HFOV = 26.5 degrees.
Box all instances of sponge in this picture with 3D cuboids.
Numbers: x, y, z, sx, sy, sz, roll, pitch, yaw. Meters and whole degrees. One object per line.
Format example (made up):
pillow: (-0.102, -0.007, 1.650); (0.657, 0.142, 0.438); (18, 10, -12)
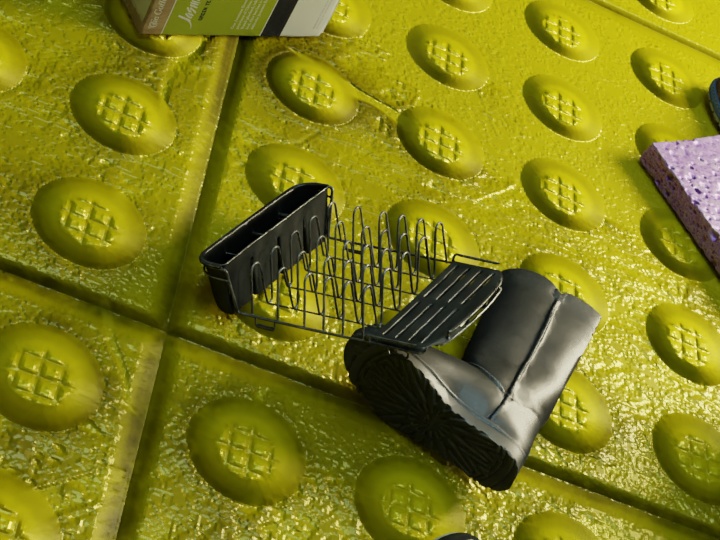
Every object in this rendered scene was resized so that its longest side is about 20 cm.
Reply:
sponge: (0.364, -0.048, 1.485); (0.111, 0.030, 0.201); (-7, 56, -36)

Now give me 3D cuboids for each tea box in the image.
tea box: (-0.127, -0.324, 1.356); (0.196, 0.134, 0.201); (-4, 54, -36)

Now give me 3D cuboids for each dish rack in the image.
dish rack: (0.000, 0.000, 1.134); (0.199, 0.055, 0.153); (12, 33, 28)

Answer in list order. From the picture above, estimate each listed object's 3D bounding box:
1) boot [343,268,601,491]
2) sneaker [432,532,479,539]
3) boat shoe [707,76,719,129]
boot: (0.091, 0.055, 1.191); (0.165, 0.066, 0.200); (42, 45, -3)
sneaker: (0.050, 0.232, 0.986); (0.075, 0.088, 0.200); (34, 40, 3)
boat shoe: (0.437, -0.140, 1.584); (0.072, 0.073, 0.201); (-8, 57, -37)
